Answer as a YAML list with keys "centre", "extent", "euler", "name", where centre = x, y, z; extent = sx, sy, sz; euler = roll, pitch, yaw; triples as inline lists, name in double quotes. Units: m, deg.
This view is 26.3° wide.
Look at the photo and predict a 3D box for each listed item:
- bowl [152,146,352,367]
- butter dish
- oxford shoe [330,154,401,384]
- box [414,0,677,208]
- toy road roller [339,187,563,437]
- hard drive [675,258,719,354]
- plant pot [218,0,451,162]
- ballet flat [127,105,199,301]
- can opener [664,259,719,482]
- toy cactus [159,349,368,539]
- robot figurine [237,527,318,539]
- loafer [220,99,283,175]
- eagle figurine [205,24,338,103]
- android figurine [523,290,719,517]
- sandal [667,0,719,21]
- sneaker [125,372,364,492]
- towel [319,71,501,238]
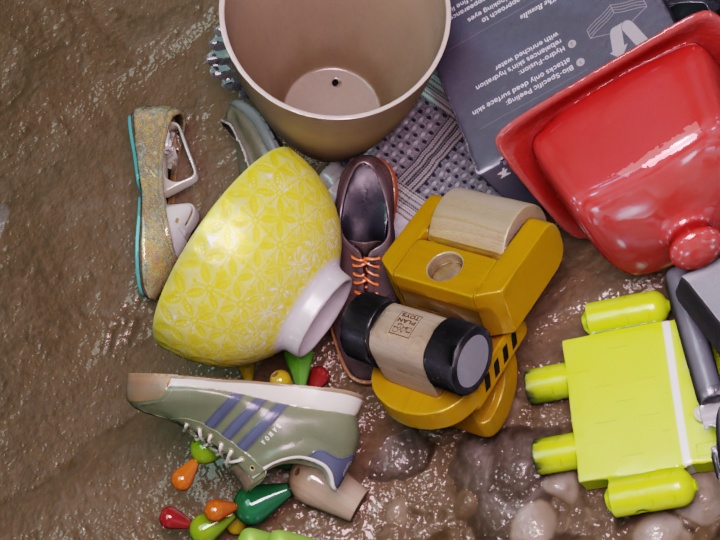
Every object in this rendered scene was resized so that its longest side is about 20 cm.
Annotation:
- centre: [-0.071, 0.010, 1.284]
  extent: [0.107, 0.200, 0.201]
  euler: [33, 84, 11]
  name: "bowl"
- centre: [0.237, -0.067, 1.195]
  extent: [0.199, 0.199, 0.149]
  euler: [-30, 54, 16]
  name: "butter dish"
- centre: [0.000, 0.000, 1.342]
  extent: [0.070, 0.073, 0.203]
  euler: [-3, 90, 5]
  name: "oxford shoe"
- centre: [0.170, -0.188, 1.313]
  extent: [0.195, 0.117, 0.202]
  euler: [-28, 62, 16]
  name: "box"
- centre: [0.086, 0.045, 1.287]
  extent: [0.122, 0.147, 0.201]
  euler: [16, 58, 36]
  name: "toy road roller"
- centre: [0.361, 0.027, 1.184]
  extent: [0.198, 0.033, 0.140]
  euler: [-23, 60, -20]
  name: "hard drive"
- centre: [-0.024, -0.173, 1.311]
  extent: [0.185, 0.200, 0.190]
  euler: [1, 71, -2]
  name: "plant pot"
- centre: [-0.187, -0.071, 1.482]
  extent: [0.070, 0.071, 0.202]
  euler: [-14, 65, 16]
  name: "ballet flat"
- centre: [0.283, 0.081, 1.189]
  extent: [0.052, 0.067, 0.202]
  euler: [-12, 62, 3]
  name: "can opener"
- centre: [-0.071, 0.166, 1.338]
  extent: [0.164, 0.102, 0.201]
  euler: [30, 80, 10]
  name: "toy cactus"
- centre: [-0.076, 0.316, 1.252]
  extent: [0.174, 0.115, 0.203]
  euler: [-7, 66, 49]
  name: "robot figurine"
- centre: [-0.088, -0.074, 1.434]
  extent: [0.069, 0.075, 0.201]
  euler: [-32, 62, 3]
  name: "loafer"
- centre: [-0.039, -0.244, 1.423]
  extent: [0.199, 0.153, 0.150]
  euler: [-32, 18, -30]
  name: "eagle figurine"
- centre: [0.233, 0.107, 1.253]
  extent: [0.198, 0.041, 0.184]
  euler: [-11, 66, 20]
  name: "android figurine"
- centre: [0.263, -0.201, 1.358]
  extent: [0.198, 0.043, 0.077]
  euler: [-20, 63, 14]
  name: "sandal"
- centre: [-0.098, 0.136, 1.266]
  extent: [0.197, 0.067, 0.091]
  euler: [6, 83, -4]
  name: "sneaker"
- centre: [0.076, -0.102, 1.401]
  extent: [0.200, 0.035, 0.193]
  euler: [40, 88, 30]
  name: "towel"
